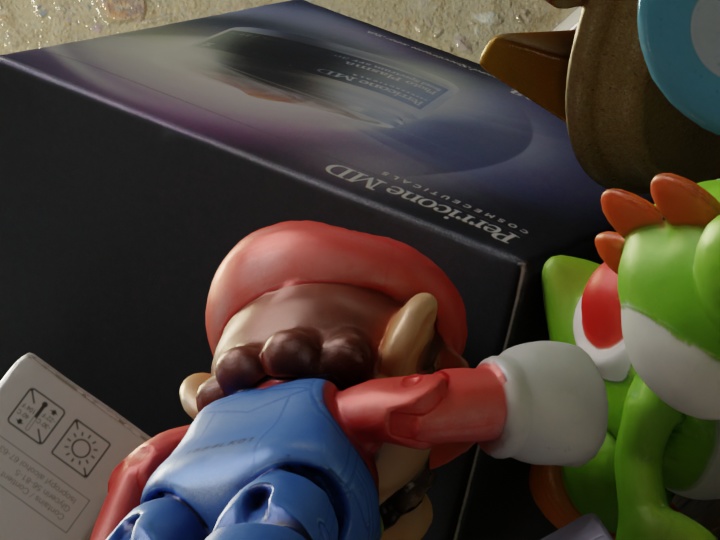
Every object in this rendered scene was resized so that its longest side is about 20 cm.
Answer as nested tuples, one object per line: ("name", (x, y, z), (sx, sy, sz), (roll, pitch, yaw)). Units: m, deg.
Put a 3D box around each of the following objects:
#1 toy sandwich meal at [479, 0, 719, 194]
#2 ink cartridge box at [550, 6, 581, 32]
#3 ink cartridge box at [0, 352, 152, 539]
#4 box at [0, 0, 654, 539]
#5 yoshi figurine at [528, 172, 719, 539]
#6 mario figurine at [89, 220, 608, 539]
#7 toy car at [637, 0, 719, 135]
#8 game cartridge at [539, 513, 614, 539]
("toy sandwich meal", (0.110, -0.111, 0.830), (0.205, 0.070, 0.206), (-36, -31, -26))
("ink cartridge box", (0.073, 0.005, 1.078), (0.200, 0.146, 0.084), (-41, 2, 18))
("ink cartridge box", (-0.136, 0.125, 0.770), (0.200, 0.050, 0.109), (-55, -1, -19))
("box", (0.000, 0.000, 0.912), (0.198, 0.199, 0.124), (-22, -51, -59))
("yoshi figurine", (0.113, 0.037, 0.739), (0.111, 0.113, 0.200), (-2, -20, -6))
("mario figurine", (-0.010, 0.067, 0.708), (0.200, 0.123, 0.106), (-57, -17, -58))
("toy car", (0.179, -0.138, 0.681), (0.184, 0.176, 0.201), (-28, -54, -57))
("game cartridge", (-0.014, 0.132, 0.659), (0.199, 0.039, 0.130), (-29, 18, 1))
